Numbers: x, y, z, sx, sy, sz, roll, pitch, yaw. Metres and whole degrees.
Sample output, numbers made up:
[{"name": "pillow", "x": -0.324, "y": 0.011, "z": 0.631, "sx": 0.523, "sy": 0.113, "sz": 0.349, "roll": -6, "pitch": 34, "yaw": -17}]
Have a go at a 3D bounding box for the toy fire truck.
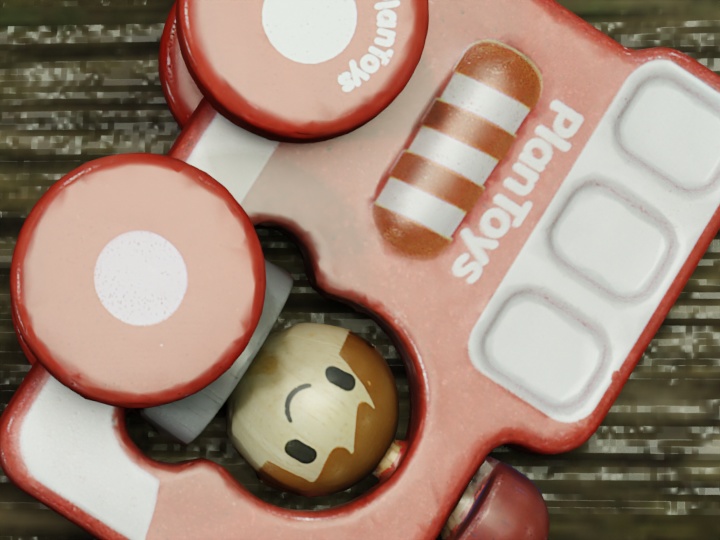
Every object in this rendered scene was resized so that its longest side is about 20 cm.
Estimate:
[{"name": "toy fire truck", "x": 0.000, "y": 0.000, "z": 0.795, "sx": 0.168, "sy": 0.112, "sz": 0.200, "roll": 32, "pitch": 82, "yaw": -4}]
